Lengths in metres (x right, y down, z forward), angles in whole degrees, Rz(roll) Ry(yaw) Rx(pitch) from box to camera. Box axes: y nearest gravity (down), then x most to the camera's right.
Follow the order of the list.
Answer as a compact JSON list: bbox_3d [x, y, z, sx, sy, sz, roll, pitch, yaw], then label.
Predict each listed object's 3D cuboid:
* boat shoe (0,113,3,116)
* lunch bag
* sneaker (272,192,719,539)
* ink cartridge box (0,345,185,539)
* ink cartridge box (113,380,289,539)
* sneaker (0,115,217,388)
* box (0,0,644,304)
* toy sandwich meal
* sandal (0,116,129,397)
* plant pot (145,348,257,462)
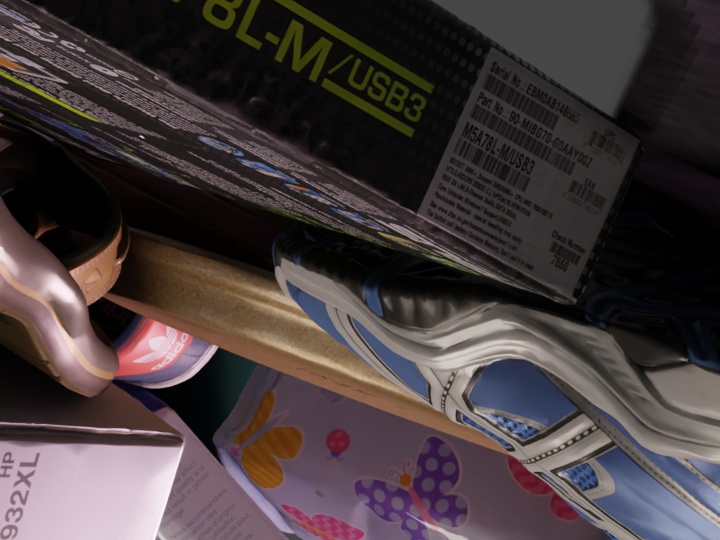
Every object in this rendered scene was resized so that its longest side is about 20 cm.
[{"bbox_3d":[-0.202,-0.080,0.790,0.200,0.070,0.066,18,169,40],"label":"boat shoe"},{"bbox_3d":[0.051,0.078,0.954,0.169,0.127,0.200,22,164,17],"label":"lunch bag"},{"bbox_3d":[0.052,0.027,0.549,0.200,0.076,0.077,22,131,46],"label":"sneaker"},{"bbox_3d":[-0.158,0.074,0.726,0.084,0.145,0.200,6,-163,-43],"label":"ink cartridge box"},{"bbox_3d":[-0.079,0.082,0.916,0.200,0.041,0.200,50,170,-16],"label":"ink cartridge box"},{"bbox_3d":[-0.135,-0.032,0.817,0.200,0.075,0.085,32,-176,9],"label":"sneaker"},{"bbox_3d":[-0.071,-0.062,0.504,0.200,0.048,0.193,27,176,-40],"label":"box"},{"bbox_3d":[0.000,0.000,0.720,0.205,0.070,0.205,20,175,2],"label":"toy sandwich meal"},{"bbox_3d":[-0.094,-0.015,0.618,0.080,0.054,0.200,34,168,10],"label":"sandal"},{"bbox_3d":[-0.144,0.039,1.128,0.141,0.142,0.200,-5,-151,-22],"label":"plant pot"}]
